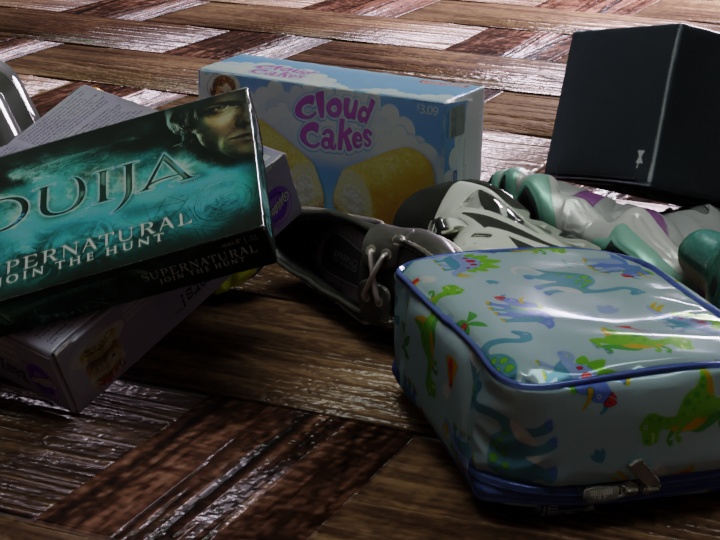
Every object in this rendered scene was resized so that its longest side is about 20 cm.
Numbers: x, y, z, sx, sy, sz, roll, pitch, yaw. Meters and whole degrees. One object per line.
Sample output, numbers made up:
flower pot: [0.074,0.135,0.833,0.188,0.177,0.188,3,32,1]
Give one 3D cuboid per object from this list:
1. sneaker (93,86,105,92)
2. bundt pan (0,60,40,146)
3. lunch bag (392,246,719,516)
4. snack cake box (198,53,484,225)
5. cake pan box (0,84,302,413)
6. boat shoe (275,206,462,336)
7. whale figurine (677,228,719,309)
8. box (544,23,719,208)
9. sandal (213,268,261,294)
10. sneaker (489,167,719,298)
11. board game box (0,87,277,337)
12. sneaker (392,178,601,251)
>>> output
sneaker: [-0.168,-0.081,1.256,0.078,0.078,0.200,26,-1,-41]
bundt pan: [-0.329,-0.102,1.268,0.201,0.076,0.202,-14,20,5]
lunch bag: [0.111,0.049,0.898,0.160,0.083,0.200,-5,19,-16]
snack cake box: [-0.016,-0.081,1.239,0.199,0.116,0.067,10,20,27]
cake pan box: [-0.160,-0.023,1.020,0.184,0.052,0.200,21,52,35]
boat shoe: [0.000,0.000,1.062,0.057,0.067,0.200,7,7,-26]
whale figurine: [0.263,-0.012,1.005,0.158,0.104,0.200,10,35,3]
box: [0.251,-0.093,1.194,0.199,0.108,0.148,10,2,-22]
sandal: [-0.151,-0.030,1.141,0.199,0.080,0.087,7,15,13]
sneaker: [0.178,-0.015,1.129,0.139,0.078,0.200,-7,29,-30]
board game box: [-0.148,-0.029,0.959,0.199,0.028,0.136,-15,39,3]
sneaker: [0.067,-0.007,1.080,0.088,0.075,0.200,-9,20,-34]
